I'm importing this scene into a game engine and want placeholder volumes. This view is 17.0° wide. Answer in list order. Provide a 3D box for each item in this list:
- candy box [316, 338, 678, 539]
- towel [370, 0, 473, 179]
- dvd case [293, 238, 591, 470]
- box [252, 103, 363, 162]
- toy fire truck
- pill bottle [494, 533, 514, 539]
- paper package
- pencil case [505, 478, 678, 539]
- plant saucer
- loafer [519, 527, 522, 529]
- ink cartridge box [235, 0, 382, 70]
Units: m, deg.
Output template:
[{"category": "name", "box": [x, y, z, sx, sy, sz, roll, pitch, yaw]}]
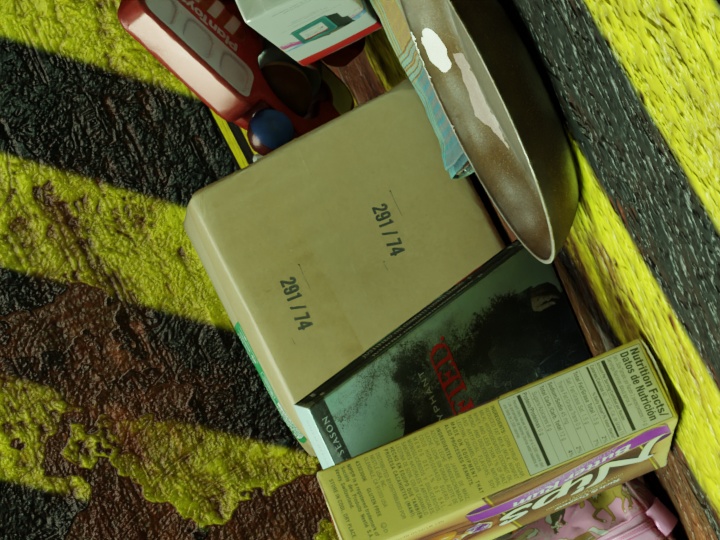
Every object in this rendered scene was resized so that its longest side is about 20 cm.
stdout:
[{"category": "candy box", "box": [0.079, 0.114, 1.384, 0.117, 0.200, 0.057, 80, 169, -71]}, {"category": "towel", "box": [0.029, -0.158, 1.544, 0.200, 0.022, 0.147, 63, 174, 5]}, {"category": "dvd case", "box": [0.063, 0.089, 1.493, 0.022, 0.200, 0.146, 10, 129, 55]}, {"category": "box", "box": [0.012, -0.018, 1.910, 0.200, 0.106, 0.152, 66, 174, -12]}, {"category": "toy fire truck", "box": [-0.087, -0.156, 1.747, 0.200, 0.112, 0.168, 44, -152, -20]}, {"category": "pill bottle", "box": [0.104, 0.256, 1.703, 0.114, 0.114, 0.200, 61, 175, 24]}, {"category": "paper package", "box": [0.000, 0.000, 1.669, 0.200, 0.190, 0.103, 62, 175, 5]}, {"category": "pencil case", "box": [0.111, 0.203, 1.548, 0.083, 0.200, 0.087, 54, -178, -41]}, {"category": "plant saucer", "box": [0.073, -0.100, 1.346, 0.200, 0.032, 0.200, 62, 174, 12]}, {"category": "loafer", "box": [0.102, 0.144, 1.997, 0.200, 0.073, 0.071, 62, -175, 38]}, {"category": "ink cartridge box", "box": [-0.047, -0.211, 1.622, 0.116, 0.067, 0.200, 66, -171, 9]}]
